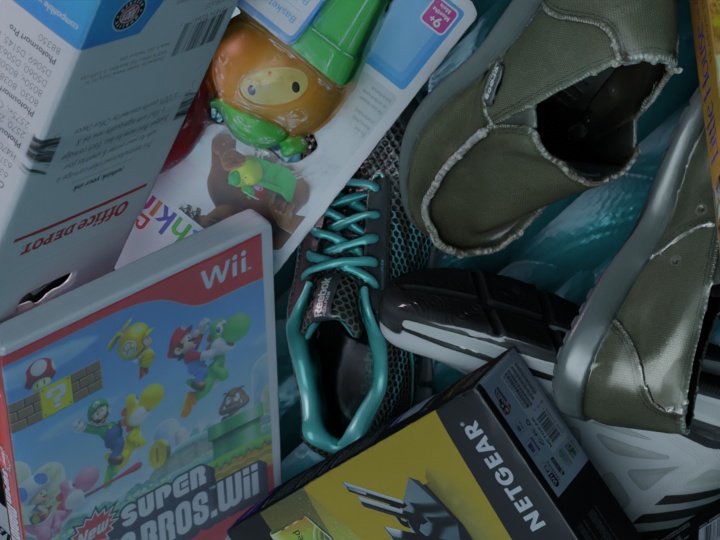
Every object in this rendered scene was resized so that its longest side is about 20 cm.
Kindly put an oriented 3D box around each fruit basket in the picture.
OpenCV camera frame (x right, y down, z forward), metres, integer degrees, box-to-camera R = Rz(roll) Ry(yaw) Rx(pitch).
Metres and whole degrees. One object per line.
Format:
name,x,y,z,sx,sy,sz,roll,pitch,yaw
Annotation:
fruit basket,-0.078,-0.096,1.043,0.185,0.094,0.200,39,94,-2

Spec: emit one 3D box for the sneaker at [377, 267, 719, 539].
sneaker,0.090,0.077,1.085,0.200,0.076,0.116,18,112,-12

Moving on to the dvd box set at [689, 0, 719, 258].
dvd box set,0.213,-0.089,0.969,0.146,0.029,0.201,1,62,-6

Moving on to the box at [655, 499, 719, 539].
box,0.142,0.190,1.089,0.110,0.035,0.200,42,122,-18

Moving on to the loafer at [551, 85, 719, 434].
loafer,0.158,-0.014,1.004,0.070,0.075,0.200,27,87,20

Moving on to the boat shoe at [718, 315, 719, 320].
boat shoe,0.204,0.015,1.060,0.075,0.074,0.201,-15,78,27

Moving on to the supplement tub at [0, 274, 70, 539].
supplement tub,-0.172,0.053,1.132,0.122,0.123,0.200,-42,98,20

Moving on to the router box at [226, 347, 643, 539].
router box,0.057,0.158,1.045,0.157,0.052,0.200,-33,93,31

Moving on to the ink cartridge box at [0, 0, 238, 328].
ink cartridge box,-0.126,-0.071,0.955,0.067,0.116,0.200,37,121,15

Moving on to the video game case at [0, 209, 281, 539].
video game case,-0.097,0.082,1.045,0.017,0.143,0.200,36,140,39

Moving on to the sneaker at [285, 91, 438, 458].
sneaker,0.000,0.000,1.098,0.077,0.091,0.201,0,99,15

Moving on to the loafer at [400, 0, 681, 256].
loafer,0.077,-0.062,1.005,0.075,0.070,0.200,0,146,-24
